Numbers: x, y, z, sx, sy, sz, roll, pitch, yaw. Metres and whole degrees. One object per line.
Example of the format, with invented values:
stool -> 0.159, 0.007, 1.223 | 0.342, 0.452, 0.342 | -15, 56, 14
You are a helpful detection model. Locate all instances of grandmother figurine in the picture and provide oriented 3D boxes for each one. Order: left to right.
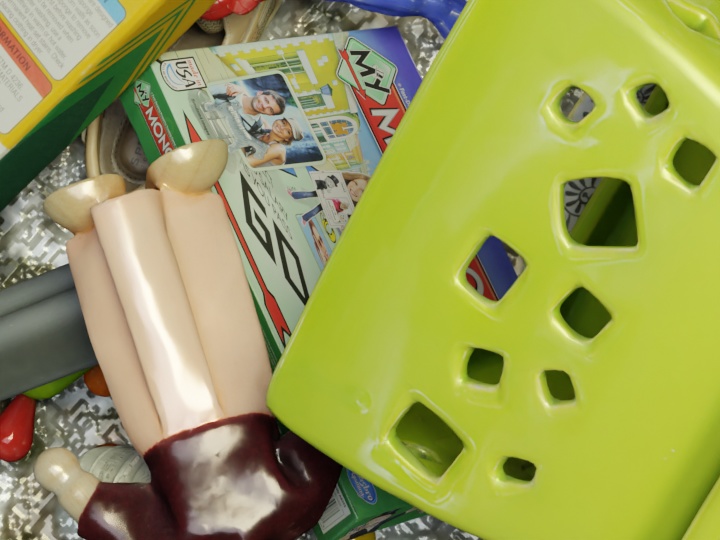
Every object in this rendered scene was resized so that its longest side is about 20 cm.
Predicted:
grandmother figurine -> -0.056, 0.060, 0.886 | 0.121, 0.061, 0.200 | -22, 76, 3

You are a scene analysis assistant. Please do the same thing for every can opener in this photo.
can opener -> -0.145, 0.041, 0.994 | 0.200, 0.053, 0.067 | -25, 114, 27

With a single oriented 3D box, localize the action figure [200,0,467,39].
action figure -> 0.002, -0.138, 0.974 | 0.199, 0.099, 0.065 | 3, 54, -17

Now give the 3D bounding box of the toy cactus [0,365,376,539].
toy cactus -> -0.047, 0.029, 1.024 | 0.199, 0.102, 0.166 | 9, 81, 15

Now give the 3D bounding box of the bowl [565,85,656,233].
bowl -> 0.175, -0.004, 0.981 | 0.200, 0.094, 0.201 | 4, 97, 38

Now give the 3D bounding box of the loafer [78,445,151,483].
loafer -> -0.056, 0.137, 0.992 | 0.070, 0.200, 0.070 | 17, 53, 34

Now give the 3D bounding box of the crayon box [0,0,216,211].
crayon box -> -0.119, -0.131, 0.936 | 0.200, 0.052, 0.126 | -42, 79, 17

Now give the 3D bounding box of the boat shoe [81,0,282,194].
boat shoe -> -0.067, -0.118, 1.031 | 0.071, 0.065, 0.201 | 14, 91, 4

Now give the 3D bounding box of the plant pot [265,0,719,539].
plant pot -> 0.120, 0.008, 0.847 | 0.181, 0.200, 0.199 | 37, 115, 22

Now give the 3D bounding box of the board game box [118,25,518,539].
board game box -> 0.000, 0.000, 0.979 | 0.029, 0.134, 0.200 | -41, 68, 45
